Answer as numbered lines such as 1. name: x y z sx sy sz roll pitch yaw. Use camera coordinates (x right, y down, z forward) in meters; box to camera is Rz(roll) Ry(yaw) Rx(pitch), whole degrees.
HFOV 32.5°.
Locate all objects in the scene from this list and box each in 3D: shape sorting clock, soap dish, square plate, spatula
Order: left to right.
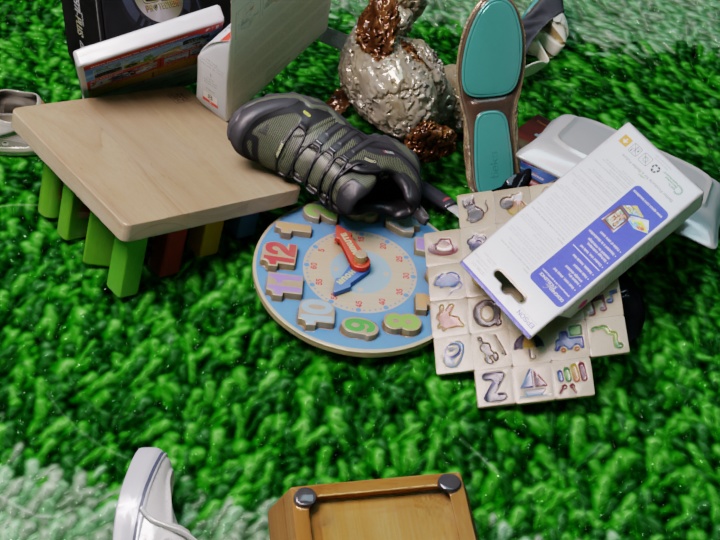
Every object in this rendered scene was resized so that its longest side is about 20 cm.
1. shape sorting clock: 0.000 0.000 1.122 0.197 0.040 0.202 2 44 -2
2. soap dish: 0.020 0.233 0.849 0.155 0.082 0.202 -3 45 -8
3. spatula: 0.098 -0.049 1.194 0.056 0.021 0.200 -23 49 -34
4. square plate: 0.259 -0.096 1.181 0.196 0.029 0.200 26 23 11

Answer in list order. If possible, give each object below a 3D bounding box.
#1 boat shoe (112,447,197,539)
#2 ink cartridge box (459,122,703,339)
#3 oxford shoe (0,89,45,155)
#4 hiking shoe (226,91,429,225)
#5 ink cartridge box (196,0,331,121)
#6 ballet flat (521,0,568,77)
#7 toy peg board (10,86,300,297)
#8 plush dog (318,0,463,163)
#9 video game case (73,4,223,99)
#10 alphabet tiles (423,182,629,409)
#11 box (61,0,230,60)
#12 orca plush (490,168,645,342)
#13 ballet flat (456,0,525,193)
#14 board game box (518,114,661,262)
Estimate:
1. boat shoe: -0.131 0.215 0.862 0.085 0.075 0.204 2 46 -1
2. ink cartridge box: 0.189 -0.031 1.058 0.199 0.037 0.095 -38 65 -9
3. oxford shoe: -0.402 -0.150 1.235 0.197 0.058 0.076 -3 46 -5
4. hiking shoe: -0.025 -0.100 1.129 0.197 0.076 0.101 15 26 -20
5. ink cartridge box: -0.088 -0.254 1.163 0.050 0.201 0.162 36 64 14
6. ballet flat: 0.193 -0.262 1.400 0.072 0.074 0.200 25 41 21
7. toy peg board: -0.198 -0.074 1.163 0.198 0.099 0.200 -15 45 -42
8. plush dog: 0.031 -0.192 1.236 0.159 0.202 0.172 -29 16 6
9. video game case: -0.207 -0.202 1.213 0.141 0.200 0.018 -20 88 -12
10. alphabet tiles: 0.141 0.018 1.070 0.164 0.006 0.203 -8 65 9
11. box: -0.221 -0.316 1.345 0.199 0.165 0.086 -28 51 -31
12. orca plush: 0.199 -0.030 1.125 0.104 0.071 0.201 5 42 -34
13. ballet flat: 0.125 -0.167 1.209 0.069 0.203 0.065 2 12 -2
14. board game box: 0.228 -0.087 1.247 0.199 0.020 0.103 34 50 27
